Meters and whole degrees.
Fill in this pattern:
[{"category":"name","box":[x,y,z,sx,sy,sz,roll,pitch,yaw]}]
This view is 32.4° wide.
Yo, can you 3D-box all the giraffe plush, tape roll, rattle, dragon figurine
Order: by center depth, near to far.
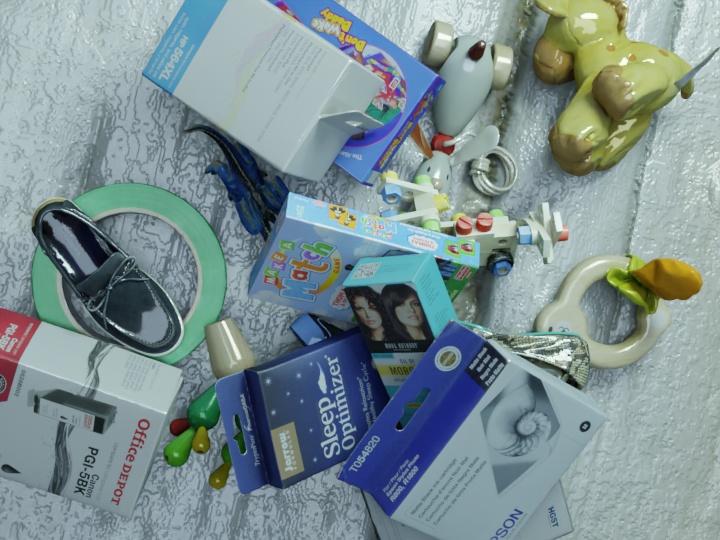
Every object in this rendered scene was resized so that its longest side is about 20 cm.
[{"category":"dragon figurine","box":[-0.108,-0.078,1.271,0.059,0.200,0.099,-35,56,-7]},{"category":"tape roll","box":[-0.241,0.009,1.302,0.200,0.048,0.201,0,91,-6]},{"category":"giraffe plush","box":[0.248,-0.220,1.311,0.200,0.173,0.162,-41,73,6]},{"category":"rattle","box":[0.250,0.066,1.314,0.200,0.143,0.130,-24,111,-11]}]

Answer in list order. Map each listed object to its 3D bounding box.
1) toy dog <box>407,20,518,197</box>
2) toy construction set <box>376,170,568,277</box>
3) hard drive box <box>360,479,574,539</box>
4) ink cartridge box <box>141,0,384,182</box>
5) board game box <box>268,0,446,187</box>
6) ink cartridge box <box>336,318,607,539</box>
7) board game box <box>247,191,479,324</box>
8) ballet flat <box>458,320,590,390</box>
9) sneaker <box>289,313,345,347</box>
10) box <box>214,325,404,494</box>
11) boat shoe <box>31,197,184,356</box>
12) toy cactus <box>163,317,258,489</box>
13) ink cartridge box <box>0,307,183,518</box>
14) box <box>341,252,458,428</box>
[{"category":"toy dog","box":[0.106,-0.170,1.313,0.132,0.096,0.200,-6,91,-5]},{"category":"toy construction set","box":[0.114,-0.044,1.295,0.200,0.131,0.092,7,52,4]},{"category":"hard drive box","box":[0.106,0.233,1.301,0.200,0.077,0.156,-20,116,-5]},{"category":"ink cartridge box","box":[-0.082,-0.181,1.206,0.200,0.129,0.125,36,99,13]},{"category":"board game box","box":[-0.032,-0.199,1.283,0.200,0.045,0.135,38,99,12]},{"category":"ink cartridge box","box":[0.110,0.171,1.203,0.200,0.041,0.200,29,102,-28]},{"category":"board game box","box":[0.000,0.000,1.262,0.200,0.151,0.037,15,54,-12]},{"category":"ballet flat","box":[0.139,0.094,1.280,0.200,0.068,0.075,7,58,-2]},{"category":"sneaker","box":[0.018,0.099,1.324,0.200,0.070,0.078,40,84,-12]},{"category":"box","box":[-0.042,0.134,1.222,0.200,0.032,0.121,-19,104,-34]},{"category":"boat shoe","box":[-0.256,0.009,1.246,0.075,0.062,0.200,-41,96,-6]},{"category":"toy cactus","box":[-0.116,0.129,1.285,0.200,0.102,0.165,-19,91,2]},{"category":"ink cartridge box","box":[-0.298,0.145,1.254,0.200,0.083,0.147,19,116,-6]},{"category":"box","box":[0.058,0.079,1.220,0.082,0.049,0.200,-4,123,32]}]
